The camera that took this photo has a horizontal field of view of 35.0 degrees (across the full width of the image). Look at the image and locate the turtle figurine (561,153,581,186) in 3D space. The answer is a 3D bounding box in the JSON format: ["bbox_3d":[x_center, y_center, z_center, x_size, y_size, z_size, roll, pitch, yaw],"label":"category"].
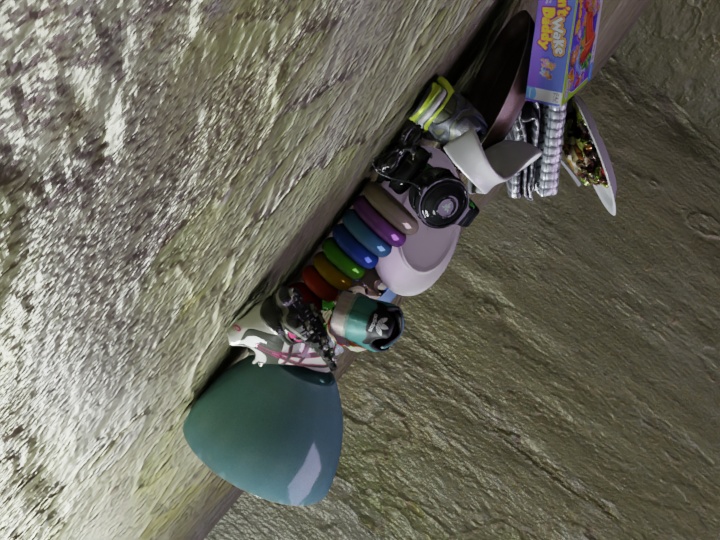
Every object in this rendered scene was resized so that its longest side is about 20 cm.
[{"bbox_3d":[0.336,-0.279,2.056,0.194,0.199,0.145,74,40,-72],"label":"turtle figurine"}]

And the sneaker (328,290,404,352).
[{"bbox_3d":[0.015,0.070,1.410,0.200,0.079,0.072,23,87,-82],"label":"sneaker"}]

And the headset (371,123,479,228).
[{"bbox_3d":[0.078,-0.115,1.334,0.094,0.123,0.200,-52,154,14],"label":"headset"}]

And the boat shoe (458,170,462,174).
[{"bbox_3d":[0.187,-0.211,1.800,0.070,0.071,0.200,-51,-179,-29],"label":"boat shoe"}]

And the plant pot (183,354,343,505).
[{"bbox_3d":[-0.100,0.173,1.402,0.135,0.199,0.200,-63,171,15],"label":"plant pot"}]

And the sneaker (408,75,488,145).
[{"bbox_3d":[0.109,-0.172,1.360,0.074,0.081,0.200,-51,174,10],"label":"sneaker"}]

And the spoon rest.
[{"bbox_3d":[0.154,-0.118,1.323,0.099,0.061,0.200,-30,168,20],"label":"spoon rest"}]

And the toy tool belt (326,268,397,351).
[{"bbox_3d":[0.000,0.000,1.547,0.201,0.125,0.123,-54,143,-1],"label":"toy tool belt"}]

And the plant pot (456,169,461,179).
[{"bbox_3d":[0.104,-0.087,1.795,0.201,0.093,0.201,-51,175,-6],"label":"plant pot"}]

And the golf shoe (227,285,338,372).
[{"bbox_3d":[-0.086,0.077,1.328,0.088,0.078,0.200,-24,154,8],"label":"golf shoe"}]

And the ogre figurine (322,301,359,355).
[{"bbox_3d":[-0.047,0.099,1.774,0.120,0.098,0.200,-38,160,-10],"label":"ogre figurine"}]

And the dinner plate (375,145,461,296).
[{"bbox_3d":[0.083,-0.064,1.512,0.199,0.024,0.202,-18,114,-48],"label":"dinner plate"}]

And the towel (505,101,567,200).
[{"bbox_3d":[0.228,-0.206,1.564,0.200,0.085,0.167,-83,174,-61],"label":"towel"}]

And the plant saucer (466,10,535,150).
[{"bbox_3d":[0.173,-0.222,1.413,0.200,0.032,0.202,-158,-90,-78],"label":"plant saucer"}]

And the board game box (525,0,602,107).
[{"bbox_3d":[0.244,-0.306,1.323,0.134,0.044,0.201,-42,142,-55],"label":"board game box"}]

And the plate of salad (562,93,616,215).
[{"bbox_3d":[0.303,-0.165,1.568,0.048,0.201,0.200,-21,176,5],"label":"plate of salad"}]

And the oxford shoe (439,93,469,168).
[{"bbox_3d":[0.147,-0.185,1.660,0.084,0.073,0.200,-48,162,-4],"label":"oxford shoe"}]

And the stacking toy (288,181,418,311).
[{"bbox_3d":[-0.022,-0.010,1.393,0.200,0.085,0.085,-48,175,8],"label":"stacking toy"}]
